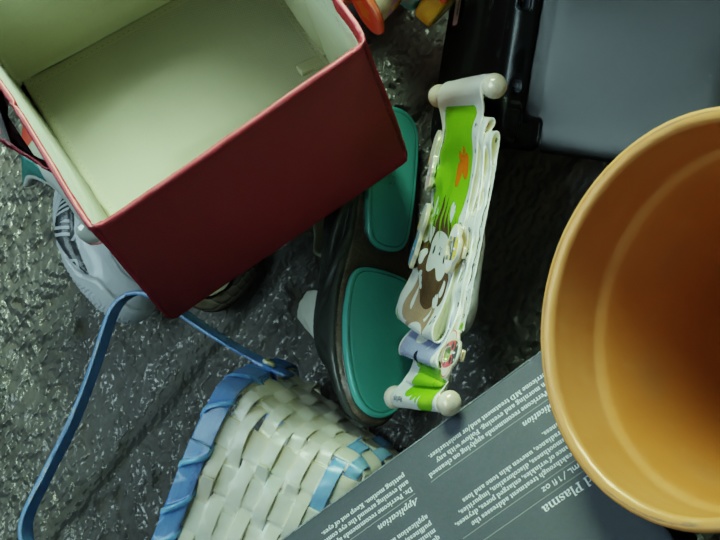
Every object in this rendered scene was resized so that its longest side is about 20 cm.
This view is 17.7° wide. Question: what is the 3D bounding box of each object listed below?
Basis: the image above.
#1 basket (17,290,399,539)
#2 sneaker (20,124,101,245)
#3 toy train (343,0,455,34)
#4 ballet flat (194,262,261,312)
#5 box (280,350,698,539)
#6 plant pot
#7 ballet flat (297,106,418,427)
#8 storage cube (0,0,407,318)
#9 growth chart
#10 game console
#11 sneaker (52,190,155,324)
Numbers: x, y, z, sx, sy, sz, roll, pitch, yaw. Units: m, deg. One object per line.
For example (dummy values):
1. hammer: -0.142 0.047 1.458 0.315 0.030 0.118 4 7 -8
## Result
1. basket: -0.090 0.129 1.356 0.199 0.139 0.177 27 100 11
2. sneaker: -0.128 -0.051 1.428 0.199 0.070 0.094 27 117 19
3. toy train: -0.024 -0.202 1.359 0.056 0.150 0.200 -47 37 -9
4. ballet flat: -0.081 -0.074 1.454 0.067 0.046 0.202 14 89 12
5. box: 0.079 0.179 1.193 0.199 0.104 0.183 -36 55 8
6. plant pot: 0.206 0.032 1.127 0.199 0.140 0.202 -10 74 39
7. ballet flat: 0.000 0.000 1.372 0.068 0.068 0.202 -18 59 48
8. storage cube: -0.099 -0.107 1.285 0.199 0.180 0.171 -34 71 -2
9. growth chart: 0.046 -0.015 1.268 0.145 0.018 0.202 155 125 -74
10. game console: 0.132 -0.158 1.313 0.176 0.115 0.202 178 103 -71
11. sneaker: -0.140 -0.073 1.497 0.115 0.075 0.201 -27 62 37
